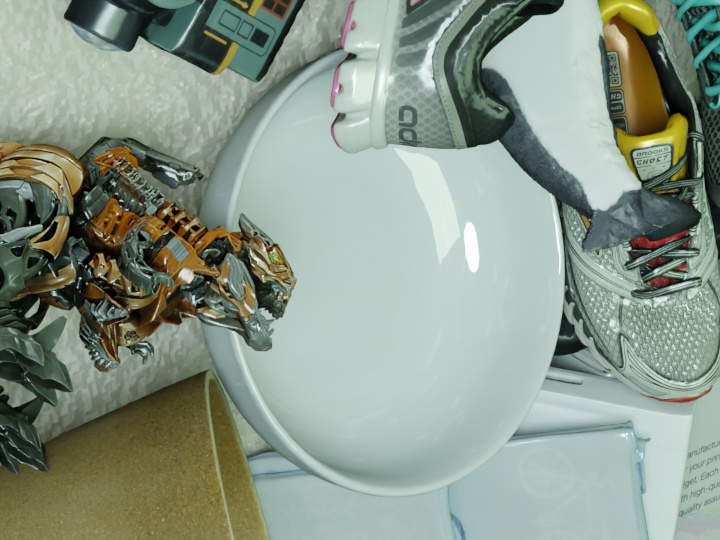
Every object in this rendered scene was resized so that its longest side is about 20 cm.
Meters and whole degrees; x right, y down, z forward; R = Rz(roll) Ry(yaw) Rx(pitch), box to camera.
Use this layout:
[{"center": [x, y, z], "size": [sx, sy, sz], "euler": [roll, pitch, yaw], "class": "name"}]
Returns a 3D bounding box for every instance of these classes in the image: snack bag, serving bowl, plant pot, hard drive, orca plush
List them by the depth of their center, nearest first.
[{"center": [-0.134, 0.156, 1.061], "size": [0.198, 0.187, 0.187], "euler": [-14, 122, 1], "class": "plant pot"}, {"center": [0.088, -0.094, 1.123], "size": [0.105, 0.200, 0.071], "euler": [-36, 162, -2], "class": "orca plush"}, {"center": [0.000, 0.000, 1.134], "size": [0.199, 0.066, 0.202], "euler": [2, 87, -39], "class": "serving bowl"}, {"center": [0.051, 0.162, 1.216], "size": [0.198, 0.021, 0.190], "euler": [-6, 120, 11], "class": "snack bag"}, {"center": [0.086, 0.140, 1.237], "size": [0.027, 0.131, 0.201], "euler": [-63, 160, -60], "class": "hard drive"}]

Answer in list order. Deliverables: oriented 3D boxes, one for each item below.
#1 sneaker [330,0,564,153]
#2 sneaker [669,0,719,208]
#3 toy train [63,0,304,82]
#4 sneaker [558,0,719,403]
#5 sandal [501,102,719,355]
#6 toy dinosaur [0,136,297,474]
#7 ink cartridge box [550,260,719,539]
[{"center": [0.047, -0.141, 1.062], "size": [0.087, 0.074, 0.202], "euler": [12, 89, 3], "class": "sneaker"}, {"center": [0.175, -0.123, 1.192], "size": [0.091, 0.077, 0.201], "euler": [20, 65, -29], "class": "sneaker"}, {"center": [-0.049, -0.174, 1.034], "size": [0.114, 0.085, 0.201], "euler": [25, 92, -53], "class": "toy train"}, {"center": [0.124, -0.036, 1.166], "size": [0.077, 0.082, 0.202], "euler": [-16, 91, -7], "class": "sneaker"}, {"center": [0.146, -0.023, 1.253], "size": [0.200, 0.076, 0.048], "euler": [-31, 162, -21], "class": "sandal"}, {"center": [-0.131, -0.001, 1.016], "size": [0.102, 0.198, 0.136], "euler": [74, 30, -57], "class": "toy dinosaur"}, {"center": [0.162, 0.101, 1.301], "size": [0.144, 0.084, 0.201], "euler": [-19, 120, -26], "class": "ink cartridge box"}]
